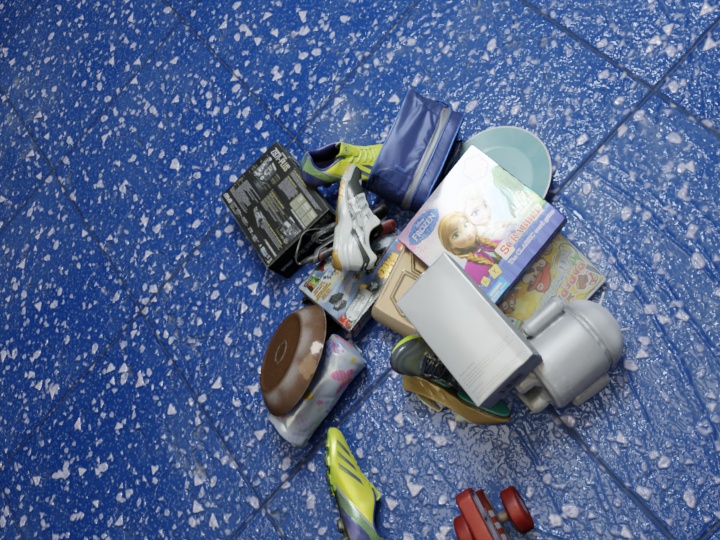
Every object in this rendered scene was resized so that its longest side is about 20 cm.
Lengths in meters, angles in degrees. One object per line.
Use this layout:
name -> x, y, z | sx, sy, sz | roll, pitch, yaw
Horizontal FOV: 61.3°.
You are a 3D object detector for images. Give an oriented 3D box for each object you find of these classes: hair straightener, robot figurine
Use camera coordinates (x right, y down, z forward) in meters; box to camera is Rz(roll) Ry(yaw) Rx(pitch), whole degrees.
hair straightener -> -0.035, -0.068, 1.110 | 0.196, 0.041, 0.078 | -27, 61, 6
robot figurine -> 0.314, 0.125, 0.922 | 0.199, 0.113, 0.171 | -39, 108, 0

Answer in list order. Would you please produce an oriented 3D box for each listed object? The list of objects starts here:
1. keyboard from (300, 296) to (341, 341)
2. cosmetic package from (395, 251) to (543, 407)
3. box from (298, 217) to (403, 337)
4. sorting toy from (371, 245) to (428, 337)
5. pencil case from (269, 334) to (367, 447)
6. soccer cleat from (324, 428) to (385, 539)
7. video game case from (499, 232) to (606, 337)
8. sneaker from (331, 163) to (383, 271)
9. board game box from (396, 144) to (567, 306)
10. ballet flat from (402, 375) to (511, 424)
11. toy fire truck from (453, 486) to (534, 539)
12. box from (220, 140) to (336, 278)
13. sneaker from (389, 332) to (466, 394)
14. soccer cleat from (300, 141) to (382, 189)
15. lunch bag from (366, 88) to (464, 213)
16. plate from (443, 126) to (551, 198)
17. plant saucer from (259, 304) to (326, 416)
keyboard -> -0.070, 0.066, 1.140 | 0.200, 0.040, 0.105 | -43, 65, 5
cosmetic package -> 0.156, 0.087, 0.892 | 0.113, 0.081, 0.202 | -43, 62, 12
box -> 0.000, 0.000, 1.109 | 0.136, 0.040, 0.201 | 36, 79, 26
sorting toy -> 0.137, 0.033, 1.045 | 0.182, 0.036, 0.204 | 28, 92, 10
pencil case -> -0.073, 0.212, 1.071 | 0.202, 0.090, 0.083 | -53, 48, 1
soccer cleat -> -0.012, 0.365, 1.024 | 0.081, 0.065, 0.205 | -12, 66, -9
video game case -> 0.267, 0.022, 0.994 | 0.182, 0.023, 0.200 | 45, 94, 7
sneaker -> -0.002, -0.089, 1.056 | 0.085, 0.076, 0.206 | 5, 67, -3
board game box -> 0.192, -0.064, 0.981 | 0.199, 0.041, 0.201 | 41, 94, 22
ballet flat -> 0.155, 0.212, 1.006 | 0.197, 0.068, 0.065 | 27, 114, 28
toy fire truck -> 0.203, 0.409, 0.864 | 0.111, 0.168, 0.203 | -31, 66, 11
box -> -0.155, -0.119, 1.198 | 0.163, 0.086, 0.201 | -42, 65, 6
sneaker -> 0.142, 0.150, 0.959 | 0.193, 0.081, 0.076 | 5, 111, -7
soccer cleat -> -0.018, -0.208, 1.135 | 0.195, 0.085, 0.066 | -16, 57, -19
lunch bag -> 0.106, -0.210, 1.084 | 0.130, 0.136, 0.204 | 26, 87, -1
plate -> 0.239, -0.159, 1.071 | 0.195, 0.026, 0.206 | -11, 66, 24
plant saucer -> -0.126, 0.148, 1.057 | 0.200, 0.036, 0.204 | -45, 31, 35
